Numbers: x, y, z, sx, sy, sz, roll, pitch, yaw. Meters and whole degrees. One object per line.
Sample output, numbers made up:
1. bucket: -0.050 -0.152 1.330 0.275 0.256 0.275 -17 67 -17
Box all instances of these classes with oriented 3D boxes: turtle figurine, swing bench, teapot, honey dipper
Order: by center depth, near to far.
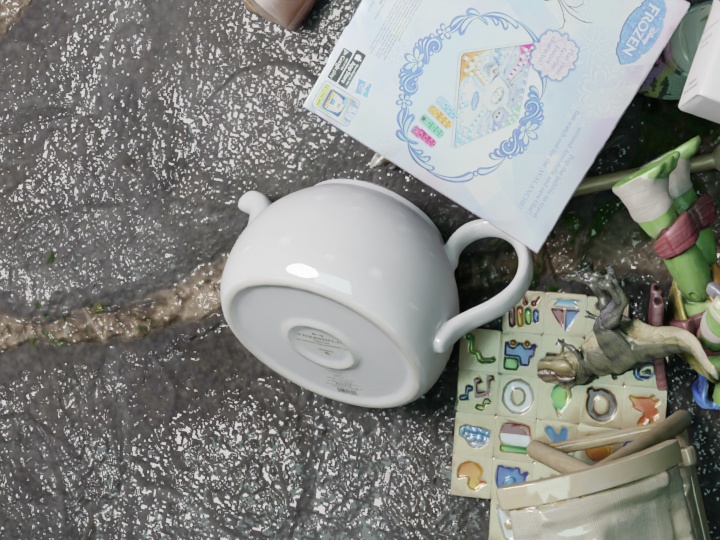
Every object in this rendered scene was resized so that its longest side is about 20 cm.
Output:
1. swing bench: 0.188 0.219 0.883 0.128 0.200 0.202 -14 89 14
2. turtle figurine: 0.274 -0.002 0.889 0.143 0.200 0.196 -29 91 -24
3. teapot: 0.000 0.000 0.972 0.199 0.197 0.147 33 60 -11
4. honey dipper: 0.190 -0.070 0.975 0.197 0.038 0.039 -13 87 13

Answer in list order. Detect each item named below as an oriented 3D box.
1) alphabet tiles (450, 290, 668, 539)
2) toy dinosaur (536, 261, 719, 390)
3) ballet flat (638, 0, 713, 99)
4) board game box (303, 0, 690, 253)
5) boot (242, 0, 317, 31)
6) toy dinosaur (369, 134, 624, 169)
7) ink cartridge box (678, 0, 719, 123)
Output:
1. alphabet tiles: 0.155 0.119 0.999 0.164 0.006 0.203 4 91 16
2. toy dinosaur: 0.182 0.039 0.910 0.047 0.200 0.089 -27 93 -22
3. ballet flat: 0.290 -0.172 0.925 0.197 0.071 0.070 -9 86 16
4. board game box: 0.093 -0.151 0.896 0.198 0.043 0.202 32 101 1
5. boot: -0.065 -0.320 1.038 0.187 0.064 0.200 46 106 14
6. toy dinosaur: 0.098 -0.121 0.974 0.197 0.102 0.078 -6 99 6
7. ink cartridge box: 0.315 -0.184 0.841 0.144 0.084 0.203 20 92 4
